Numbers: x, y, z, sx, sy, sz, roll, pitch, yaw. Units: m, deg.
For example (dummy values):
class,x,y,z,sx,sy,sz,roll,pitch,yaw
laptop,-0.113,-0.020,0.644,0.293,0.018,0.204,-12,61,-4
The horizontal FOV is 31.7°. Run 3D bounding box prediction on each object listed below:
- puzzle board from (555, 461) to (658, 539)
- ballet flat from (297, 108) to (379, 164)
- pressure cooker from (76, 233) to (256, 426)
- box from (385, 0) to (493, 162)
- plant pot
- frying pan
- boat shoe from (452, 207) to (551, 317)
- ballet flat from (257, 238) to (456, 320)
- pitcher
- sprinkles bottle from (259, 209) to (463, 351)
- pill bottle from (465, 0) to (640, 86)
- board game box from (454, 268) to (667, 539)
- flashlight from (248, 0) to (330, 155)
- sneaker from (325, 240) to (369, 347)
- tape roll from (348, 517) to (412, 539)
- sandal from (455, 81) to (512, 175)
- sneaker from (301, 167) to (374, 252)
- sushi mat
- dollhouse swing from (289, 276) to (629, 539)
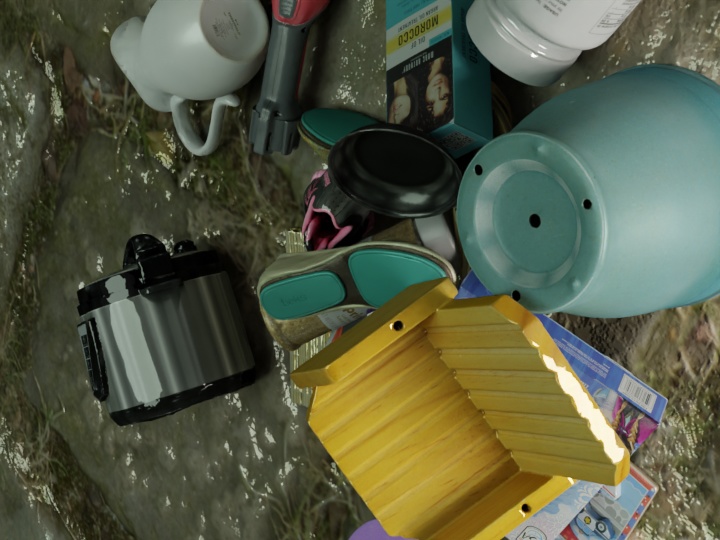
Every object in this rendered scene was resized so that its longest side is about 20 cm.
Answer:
class,x,y,z,sx,sy,sz,roll,pitch,yaw
puzzle board,0.165,0.190,1.177,0.200,0.017,0.151,41,127,28
ballet flat,0.016,-0.107,1.212,0.200,0.071,0.071,17,113,40
pressure cooker,-0.221,0.058,1.412,0.175,0.178,0.201,-17,89,30
box,0.065,-0.191,1.086,0.082,0.049,0.201,-23,58,43
plant pot,0.181,-0.049,0.974,0.200,0.188,0.201,14,112,41
frying pan,0.066,-0.075,1.040,0.189,0.031,0.115,13,148,3
boat shoe,0.128,0.005,1.122,0.063,0.073,0.201,-7,95,45
ballet flat,0.000,0.000,1.113,0.199,0.069,0.070,-6,98,29
pitcher,-0.167,-0.212,1.334,0.200,0.121,0.172,-11,110,56
sprinkles bottle,0.004,0.006,1.185,0.199,0.068,0.068,-26,82,17
pill bottle,0.173,-0.245,0.980,0.114,0.113,0.200,55,132,18
board game box,0.127,0.128,1.106,0.200,0.043,0.199,35,127,4
flashlight,-0.067,-0.218,1.256,0.068,0.067,0.201,-120,36,-56
sneaker,0.016,0.074,1.254,0.082,0.077,0.201,16,113,34
tape roll,0.071,0.335,1.277,0.200,0.066,0.201,13,109,42
sandal,0.098,-0.137,1.118,0.080,0.054,0.200,-60,39,34
sneaker,-0.029,-0.049,1.197,0.079,0.096,0.200,34,159,1
sushi mat,-0.043,0.057,1.347,0.095,0.012,0.201,13,111,42
dollhouse swing,0.075,0.128,0.984,0.200,0.181,0.176,55,176,-11
